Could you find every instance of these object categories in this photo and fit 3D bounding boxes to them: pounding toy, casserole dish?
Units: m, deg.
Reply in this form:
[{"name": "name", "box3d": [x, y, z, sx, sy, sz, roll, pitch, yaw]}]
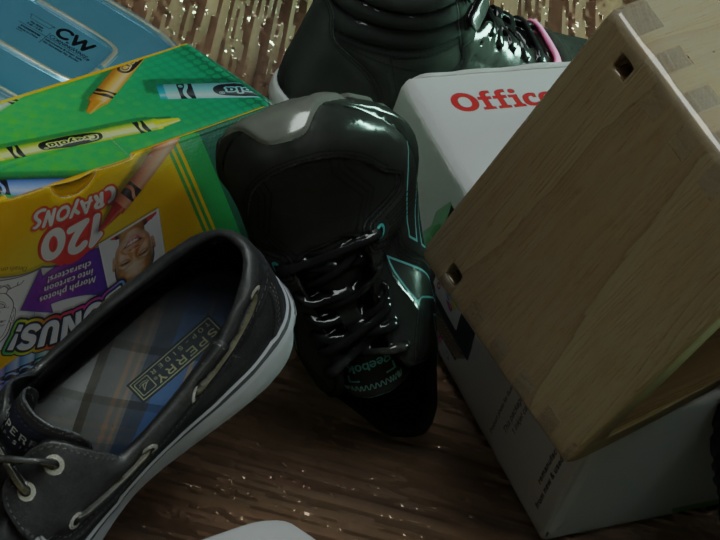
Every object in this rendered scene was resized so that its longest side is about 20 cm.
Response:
[{"name": "pounding toy", "box3d": [0.136, -0.046, 0.798, 0.200, 0.184, 0.142, -23, 71, -36]}, {"name": "casserole dish", "box3d": [-0.162, -0.102, 0.945, 0.200, 0.039, 0.121, 31, 43, 8]}]

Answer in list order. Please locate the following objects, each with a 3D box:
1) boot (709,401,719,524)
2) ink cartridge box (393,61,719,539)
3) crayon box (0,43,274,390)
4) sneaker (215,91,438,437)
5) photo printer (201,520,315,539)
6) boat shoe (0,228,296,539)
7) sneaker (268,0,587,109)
[{"name": "boot", "box3d": [0.224, 0.142, 0.821, 0.168, 0.076, 0.201, 12, 63, -33]}, {"name": "ink cartridge box", "box3d": [0.107, 0.005, 0.912, 0.144, 0.084, 0.200, -7, 50, -28]}, {"name": "crayon box", "box3d": [-0.130, -0.001, 0.788, 0.200, 0.119, 0.058, -23, 47, -38]}, {"name": "sneaker", "box3d": [0.000, 0.000, 0.808, 0.075, 0.200, 0.080, -18, 62, 7]}, {"name": "photo printer", "box3d": [-0.054, 0.172, 0.683, 0.199, 0.070, 0.167, -16, 54, -35]}, {"name": "boat shoe", "box3d": [-0.103, 0.060, 0.726, 0.200, 0.066, 0.070, -39, 62, -14]}, {"name": "sneaker", "box3d": [0.059, -0.117, 1.007, 0.199, 0.099, 0.071, -4, 46, -28]}]
